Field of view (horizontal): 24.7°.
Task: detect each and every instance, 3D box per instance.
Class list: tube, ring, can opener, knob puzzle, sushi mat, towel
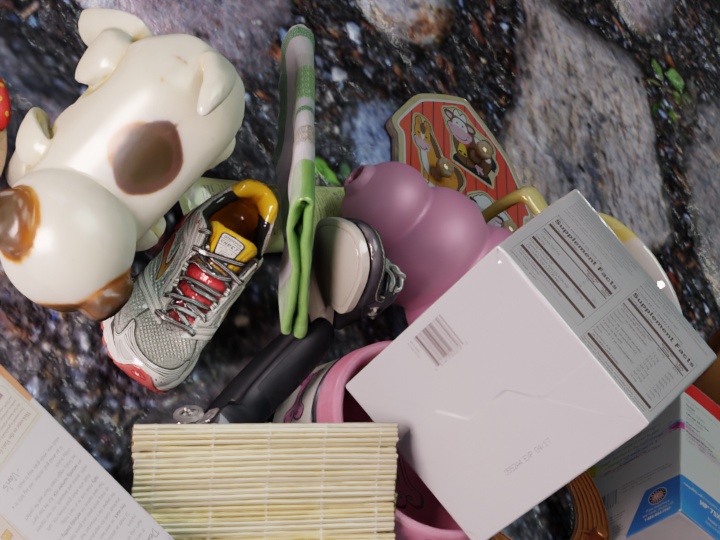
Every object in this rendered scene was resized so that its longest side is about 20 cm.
[{"bbox_3d":[-0.066,-0.044,1.343,0.200,0.052,0.058,-2,24,-44],"label":"tube"},{"bbox_3d":[0.134,0.177,1.384,0.200,0.019,0.201,27,36,-22],"label":"ring"},{"bbox_3d":[-0.079,0.097,1.193,0.079,0.063,0.200,65,33,-24],"label":"can opener"},{"bbox_3d":[0.106,-0.101,1.602,0.219,0.030,0.220,30,42,-31],"label":"knob puzzle"},{"bbox_3d":[-0.063,0.152,1.120,0.200,0.012,0.096,2,84,-25],"label":"sushi mat"},{"bbox_3d":[-0.051,-0.069,1.232,0.031,0.149,0.200,1,44,-3],"label":"towel"}]

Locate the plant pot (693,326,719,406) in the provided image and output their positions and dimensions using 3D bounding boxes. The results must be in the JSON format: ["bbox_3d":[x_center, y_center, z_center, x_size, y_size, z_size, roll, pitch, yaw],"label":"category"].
[{"bbox_3d":[0.402,0.126,1.645,0.140,0.200,0.200,39,35,5],"label":"plant pot"}]

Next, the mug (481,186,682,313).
[{"bbox_3d":[0.179,0.034,1.470,0.149,0.153,0.187,12,53,-44],"label":"mug"}]

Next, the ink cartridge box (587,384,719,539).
[{"bbox_3d":[0.267,0.178,1.489,0.067,0.116,0.200,38,39,-22],"label":"ink cartridge box"}]

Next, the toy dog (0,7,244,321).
[{"bbox_3d":[-0.167,-0.060,1.127,0.140,0.194,0.200,47,67,-34],"label":"toy dog"}]

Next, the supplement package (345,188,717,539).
[{"bbox_3d":[0.117,0.071,1.166,0.156,0.200,0.111,51,43,6],"label":"supplement package"}]

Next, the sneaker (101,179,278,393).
[{"bbox_3d":[-0.121,0.003,1.192,0.078,0.082,0.200,36,47,-13],"label":"sneaker"}]

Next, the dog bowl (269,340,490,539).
[{"bbox_3d":[0.032,0.142,1.248,0.200,0.074,0.200,21,48,-25],"label":"dog bowl"}]

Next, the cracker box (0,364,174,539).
[{"bbox_3d":[-0.202,0.168,0.993,0.200,0.058,0.134,47,36,-10],"label":"cracker box"}]

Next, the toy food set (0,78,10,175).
[{"bbox_3d":[-0.320,-0.123,1.101,0.198,0.049,0.200,49,36,-9],"label":"toy food set"}]

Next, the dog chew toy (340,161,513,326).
[{"bbox_3d":[0.063,-0.011,1.354,0.200,0.124,0.125,44,36,-18],"label":"dog chew toy"}]

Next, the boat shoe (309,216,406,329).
[{"bbox_3d":[0.000,0.000,1.253,0.063,0.200,0.073,-12,78,-13],"label":"boat shoe"}]
